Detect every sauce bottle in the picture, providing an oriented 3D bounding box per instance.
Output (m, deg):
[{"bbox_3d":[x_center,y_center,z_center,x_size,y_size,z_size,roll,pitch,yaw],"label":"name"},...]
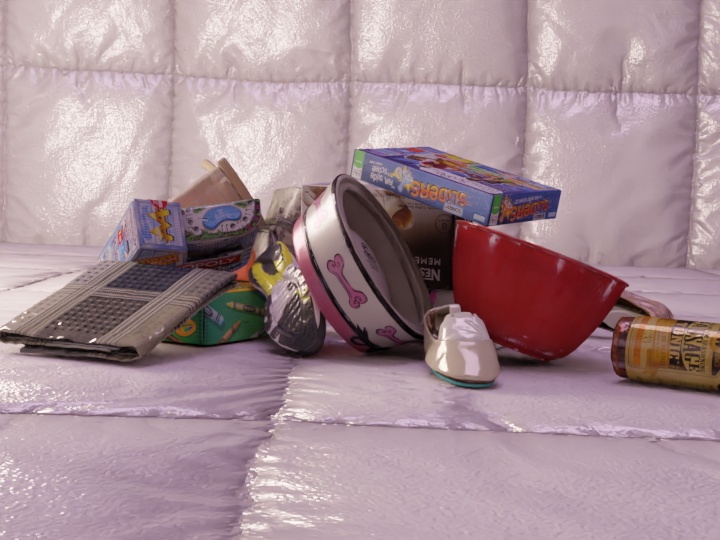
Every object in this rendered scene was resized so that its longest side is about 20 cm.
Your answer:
[{"bbox_3d":[0.337,0.080,1.109,0.198,0.067,0.066,2,3,31],"label":"sauce bottle"}]

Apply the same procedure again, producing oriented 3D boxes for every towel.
[{"bbox_3d":[-0.253,0.043,1.241,0.190,0.035,0.200,5,25,26],"label":"towel"}]

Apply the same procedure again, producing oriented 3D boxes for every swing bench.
[{"bbox_3d":[-0.256,-0.057,1.754,0.198,0.130,0.200,-37,13,-9],"label":"swing bench"}]

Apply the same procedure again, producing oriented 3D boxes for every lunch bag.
[{"bbox_3d":[-0.094,-0.028,1.810,0.138,0.170,0.200,25,-4,-16],"label":"lunch bag"}]

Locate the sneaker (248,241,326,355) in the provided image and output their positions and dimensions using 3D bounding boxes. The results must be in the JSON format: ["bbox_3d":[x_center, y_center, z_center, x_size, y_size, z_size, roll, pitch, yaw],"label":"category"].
[{"bbox_3d":[-0.062,0.036,1.316,0.084,0.075,0.201,35,14,-30],"label":"sneaker"}]

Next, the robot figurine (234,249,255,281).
[{"bbox_3d":[-0.239,0.001,1.592,0.197,0.118,0.144,2,8,5],"label":"robot figurine"}]

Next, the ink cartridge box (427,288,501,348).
[{"bbox_3d":[0.093,0.049,1.448,0.198,0.069,0.116,5,5,26],"label":"ink cartridge box"}]

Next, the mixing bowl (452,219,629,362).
[{"bbox_3d":[0.176,0.031,1.264,0.198,0.110,0.200,20,1,0],"label":"mixing bowl"}]

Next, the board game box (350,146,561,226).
[{"bbox_3d":[0.105,-0.097,1.317,0.199,0.035,0.134,24,21,39],"label":"board game box"}]

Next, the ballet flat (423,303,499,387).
[{"bbox_3d":[0.094,0.068,1.164,0.068,0.071,0.200,2,4,-7],"label":"ballet flat"}]

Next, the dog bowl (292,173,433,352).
[{"bbox_3d":[0.000,0.000,1.290,0.073,0.202,0.200,-30,-7,18],"label":"dog bowl"}]

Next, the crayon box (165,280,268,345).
[{"bbox_3d":[-0.170,0.046,1.392,0.117,0.059,0.199,4,4,30],"label":"crayon box"}]

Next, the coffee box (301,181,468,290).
[{"bbox_3d":[0.031,-0.044,1.429,0.197,0.116,0.080,6,9,24],"label":"coffee box"}]

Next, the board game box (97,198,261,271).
[{"bbox_3d":[-0.216,-0.030,1.411,0.197,0.063,0.200,-8,-15,-12],"label":"board game box"}]

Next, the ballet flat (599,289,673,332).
[{"bbox_3d":[0.304,0.043,1.522,0.198,0.069,0.067,16,22,30],"label":"ballet flat"}]
